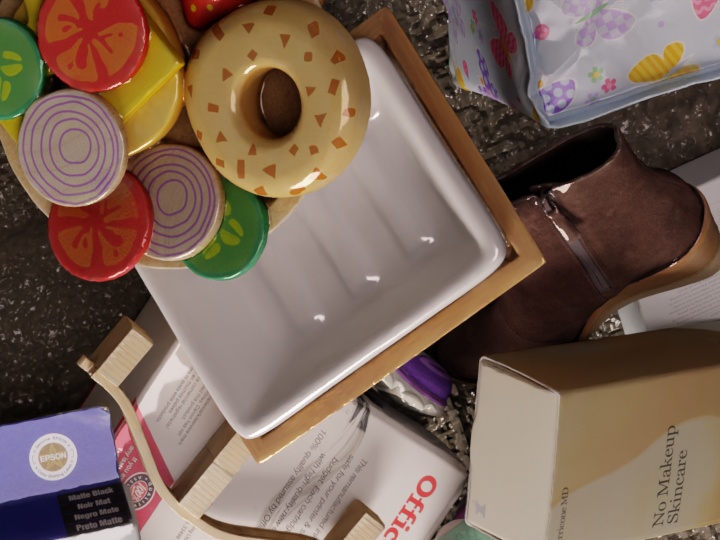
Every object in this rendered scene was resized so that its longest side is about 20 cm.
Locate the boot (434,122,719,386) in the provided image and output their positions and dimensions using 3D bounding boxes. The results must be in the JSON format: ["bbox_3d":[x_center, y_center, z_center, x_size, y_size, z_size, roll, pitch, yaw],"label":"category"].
[{"bbox_3d":[0.096,-0.011,1.387,0.199,0.073,0.166,-26,147,22],"label":"boot"}]

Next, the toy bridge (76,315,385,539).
[{"bbox_3d":[-0.080,0.107,1.352,0.200,0.027,0.067,39,92,-21],"label":"toy bridge"}]

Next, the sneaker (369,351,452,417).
[{"bbox_3d":[0.000,0.000,1.413,0.083,0.081,0.201,-39,110,-11],"label":"sneaker"}]

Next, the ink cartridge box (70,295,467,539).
[{"bbox_3d":[-0.061,0.116,1.421,0.199,0.084,0.145,33,93,-22],"label":"ink cartridge box"}]

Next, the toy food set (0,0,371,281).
[{"bbox_3d":[-0.104,-0.091,1.250,0.198,0.049,0.200,-42,86,19],"label":"toy food set"}]

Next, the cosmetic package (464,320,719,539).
[{"bbox_3d":[0.160,0.095,1.409,0.199,0.071,0.106,-9,110,-37],"label":"cosmetic package"}]

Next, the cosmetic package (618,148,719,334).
[{"bbox_3d":[0.254,-0.005,1.510,0.199,0.052,0.152,-23,109,-11],"label":"cosmetic package"}]

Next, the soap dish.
[{"bbox_3d":[-0.014,-0.017,1.300,0.199,0.081,0.158,-36,81,21],"label":"soap dish"}]

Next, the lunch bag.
[{"bbox_3d":[0.153,-0.167,1.370,0.198,0.170,0.128,-15,106,-11],"label":"lunch bag"}]

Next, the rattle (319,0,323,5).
[{"bbox_3d":[-0.105,-0.146,1.347,0.198,0.130,0.144,-1,95,9],"label":"rattle"}]

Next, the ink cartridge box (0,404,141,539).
[{"bbox_3d":[-0.212,0.190,1.329,0.198,0.041,0.202,-12,106,-12],"label":"ink cartridge box"}]

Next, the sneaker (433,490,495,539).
[{"bbox_3d":[0.088,0.188,1.496,0.077,0.140,0.201,23,141,13],"label":"sneaker"}]
